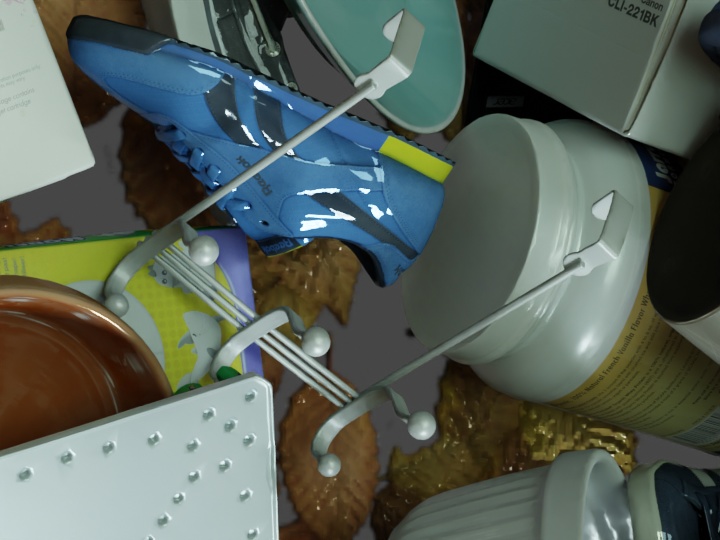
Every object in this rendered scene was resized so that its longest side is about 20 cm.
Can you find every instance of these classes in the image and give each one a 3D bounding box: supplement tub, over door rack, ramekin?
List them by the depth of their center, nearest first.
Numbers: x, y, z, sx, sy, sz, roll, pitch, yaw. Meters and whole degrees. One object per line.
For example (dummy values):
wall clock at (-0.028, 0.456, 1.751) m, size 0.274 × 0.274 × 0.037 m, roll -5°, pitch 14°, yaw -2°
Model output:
over door rack at (0.000, 0.000, 1.101) m, size 0.148 × 0.200 × 0.067 m, roll 39°, pitch 29°, yaw -23°
ramekin at (0.080, 0.191, 1.177) m, size 0.200 × 0.104 × 0.202 m, roll -9°, pitch 90°, yaw -74°
supplement tub at (0.135, 0.006, 1.255) m, size 0.199 × 0.144 × 0.145 m, roll 17°, pitch 75°, yaw -29°

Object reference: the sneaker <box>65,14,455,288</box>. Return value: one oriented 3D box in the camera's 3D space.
sneaker at (-0.052, -0.052, 1.135) m, size 0.199 × 0.066 × 0.079 m, roll 24°, pitch 93°, yaw -23°

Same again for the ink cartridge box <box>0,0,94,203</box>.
ink cartridge box at (-0.201, -0.121, 1.086) m, size 0.067 × 0.116 × 0.201 m, roll -23°, pitch 95°, yaw -31°

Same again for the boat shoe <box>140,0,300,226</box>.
boat shoe at (-0.063, -0.125, 1.189) m, size 0.067 × 0.072 × 0.201 m, roll -18°, pitch 96°, yaw -17°

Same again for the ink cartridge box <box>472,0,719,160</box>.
ink cartridge box at (0.180, -0.103, 1.269) m, size 0.199 × 0.144 × 0.084 m, roll 17°, pitch 101°, yaw -36°

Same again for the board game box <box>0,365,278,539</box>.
board game box at (-0.127, 0.154, 1.088) m, size 0.199 × 0.026 × 0.201 m, roll -17°, pitch 120°, yaw -27°

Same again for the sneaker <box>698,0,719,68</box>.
sneaker at (0.236, -0.110, 1.168) m, size 0.199 × 0.074 × 0.083 m, roll 11°, pitch 104°, yaw -44°

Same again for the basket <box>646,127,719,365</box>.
basket at (0.245, 0.017, 1.164) m, size 0.199 × 0.136 × 0.181 m, roll 26°, pitch 79°, yaw -22°

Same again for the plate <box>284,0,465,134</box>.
plate at (-0.008, -0.158, 1.217) m, size 0.200 × 0.025 × 0.201 m, roll 45°, pitch 34°, yaw -42°

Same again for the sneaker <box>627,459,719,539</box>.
sneaker at (0.196, 0.129, 1.259) m, size 0.200 × 0.084 × 0.076 m, roll 5°, pitch 77°, yaw -67°

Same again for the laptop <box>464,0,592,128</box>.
laptop at (0.119, -0.187, 1.350) m, size 0.176 × 0.103 × 0.201 m, roll -3°, pitch 60°, yaw -32°

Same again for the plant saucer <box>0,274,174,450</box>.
plant saucer at (-0.171, 0.095, 1.066) m, size 0.199 × 0.032 × 0.202 m, roll -15°, pitch 119°, yaw -28°

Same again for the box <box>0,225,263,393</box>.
box at (-0.141, 0.045, 1.141) m, size 0.199 × 0.048 × 0.118 m, roll -7°, pitch 88°, yaw -30°
